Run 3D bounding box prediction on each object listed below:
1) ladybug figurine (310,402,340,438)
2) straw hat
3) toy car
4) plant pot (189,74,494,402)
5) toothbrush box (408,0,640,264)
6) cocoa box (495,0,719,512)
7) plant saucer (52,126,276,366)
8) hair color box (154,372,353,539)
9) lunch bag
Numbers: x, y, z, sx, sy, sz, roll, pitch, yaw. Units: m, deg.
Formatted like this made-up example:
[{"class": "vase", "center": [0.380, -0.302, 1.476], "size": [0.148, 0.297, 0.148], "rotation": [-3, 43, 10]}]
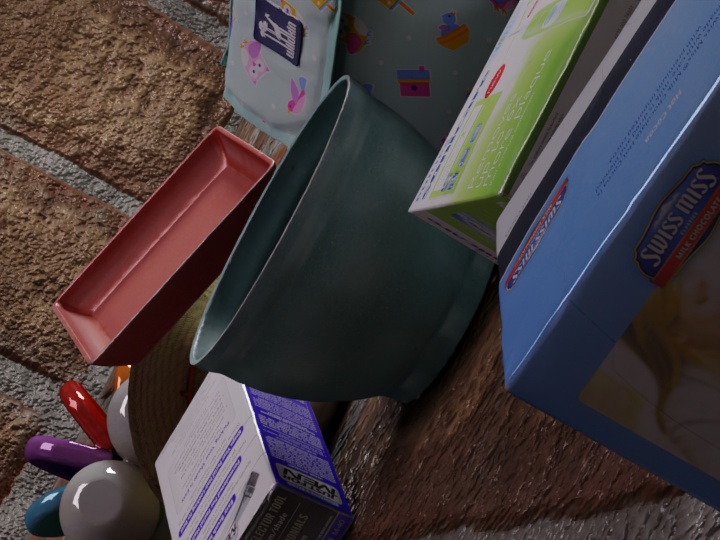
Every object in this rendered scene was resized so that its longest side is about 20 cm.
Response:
[{"class": "ladybug figurine", "center": [-0.054, 0.076, 1.551], "size": [0.136, 0.072, 0.201], "rotation": [-52, 13, 44]}, {"class": "straw hat", "center": [-0.100, 0.093, 1.678], "size": [0.084, 0.202, 0.202], "rotation": [-2, 46, 27]}, {"class": "toy car", "center": [-0.208, 0.163, 1.776], "size": [0.201, 0.149, 0.175], "rotation": [-64, -14, -14]}, {"class": "plant pot", "center": [0.000, 0.000, 1.301], "size": [0.201, 0.134, 0.200], "rotation": [-59, 9, 15]}, {"class": "toothbrush box", "center": [0.112, -0.077, 1.084], "size": [0.146, 0.086, 0.200], "rotation": [-62, 8, -5]}, {"class": "cocoa box", "center": [0.145, -0.036, 0.641], "size": [0.201, 0.133, 0.131], "rotation": [-57, 11, 21]}, {"class": "plant saucer", "center": [-0.144, -0.014, 1.618], "size": [0.200, 0.037, 0.200], "rotation": [-47, 20, -3]}, {"class": "hair color box", "center": [-0.073, 0.143, 1.377], "size": [0.110, 0.064, 0.200], "rotation": [-58, 21, 16]}, {"class": "lunch bag", "center": [0.006, -0.166, 1.410], "size": [0.122, 0.198, 0.171], "rotation": [-73, -7, -52]}]
